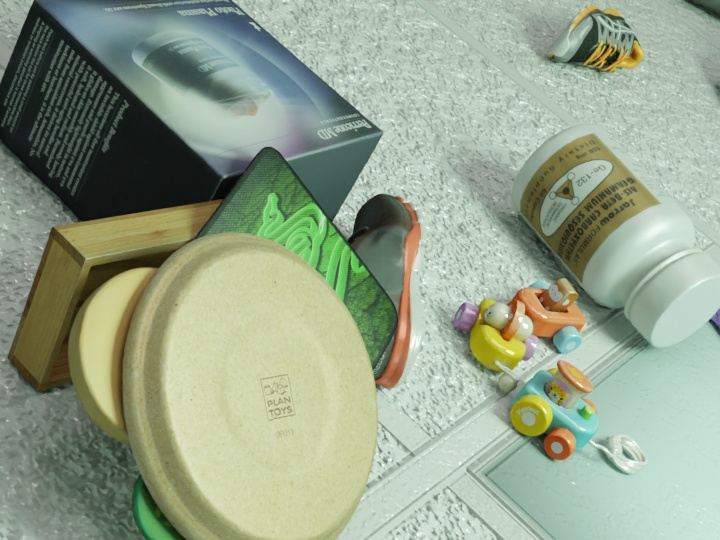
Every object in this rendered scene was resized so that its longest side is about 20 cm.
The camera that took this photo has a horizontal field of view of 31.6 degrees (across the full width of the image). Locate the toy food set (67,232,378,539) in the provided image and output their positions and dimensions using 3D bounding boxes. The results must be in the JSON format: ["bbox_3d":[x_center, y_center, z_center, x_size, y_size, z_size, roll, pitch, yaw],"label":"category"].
[{"bbox_3d":[-0.063,0.077,0.724,0.200,0.049,0.198,-30,100,-50],"label":"toy food set"}]

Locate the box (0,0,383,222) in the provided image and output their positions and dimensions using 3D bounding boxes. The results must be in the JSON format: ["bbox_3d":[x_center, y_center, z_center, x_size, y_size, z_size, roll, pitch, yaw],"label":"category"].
[{"bbox_3d":[-0.125,-0.104,0.942,0.198,0.123,0.200,43,33,16],"label":"box"}]

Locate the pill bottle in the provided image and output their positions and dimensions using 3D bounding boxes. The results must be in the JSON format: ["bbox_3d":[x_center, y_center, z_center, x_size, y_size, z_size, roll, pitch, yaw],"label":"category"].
[{"bbox_3d":[0.238,-0.031,1.163,0.114,0.114,0.200,-2,44,-43],"label":"pill bottle"}]

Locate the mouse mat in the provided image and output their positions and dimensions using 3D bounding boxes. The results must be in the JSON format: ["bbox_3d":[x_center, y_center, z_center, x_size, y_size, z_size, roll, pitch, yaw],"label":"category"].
[{"bbox_3d":[-0.052,0.036,0.794,0.161,0.008,0.200,52,43,-23],"label":"mouse mat"}]

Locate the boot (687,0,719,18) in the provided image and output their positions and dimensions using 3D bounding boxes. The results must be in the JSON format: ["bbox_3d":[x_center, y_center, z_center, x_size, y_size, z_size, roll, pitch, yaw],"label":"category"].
[{"bbox_3d":[0.591,-0.449,2.112,0.200,0.073,0.182,32,16,-12],"label":"boot"}]

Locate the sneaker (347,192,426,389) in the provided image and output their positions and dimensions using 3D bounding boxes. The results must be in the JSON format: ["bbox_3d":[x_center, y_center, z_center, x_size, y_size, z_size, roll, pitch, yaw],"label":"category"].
[{"bbox_3d":[0.000,0.000,0.953,0.082,0.077,0.200,16,33,-14],"label":"sneaker"}]

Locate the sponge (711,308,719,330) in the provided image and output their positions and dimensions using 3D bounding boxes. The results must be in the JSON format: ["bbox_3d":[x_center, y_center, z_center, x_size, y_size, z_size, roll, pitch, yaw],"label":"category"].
[{"bbox_3d":[0.430,0.053,1.297,0.200,0.030,0.112,6,39,-35],"label":"sponge"}]

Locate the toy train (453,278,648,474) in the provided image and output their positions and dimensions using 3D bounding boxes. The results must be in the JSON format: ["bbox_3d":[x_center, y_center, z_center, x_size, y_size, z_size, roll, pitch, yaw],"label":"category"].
[{"bbox_3d":[0.160,0.066,1.015,0.150,0.056,0.200,10,37,-31],"label":"toy train"}]

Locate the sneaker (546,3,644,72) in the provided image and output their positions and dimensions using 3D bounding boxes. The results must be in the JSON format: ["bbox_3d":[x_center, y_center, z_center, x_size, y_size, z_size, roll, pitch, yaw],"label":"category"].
[{"bbox_3d":[0.308,-0.291,1.636,0.077,0.078,0.200,50,36,12],"label":"sneaker"}]

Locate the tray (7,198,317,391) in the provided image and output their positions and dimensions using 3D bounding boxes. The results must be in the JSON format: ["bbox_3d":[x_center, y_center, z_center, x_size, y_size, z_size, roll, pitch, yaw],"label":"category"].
[{"bbox_3d":[-0.120,0.007,0.807,0.037,0.099,0.200,40,31,24],"label":"tray"}]
